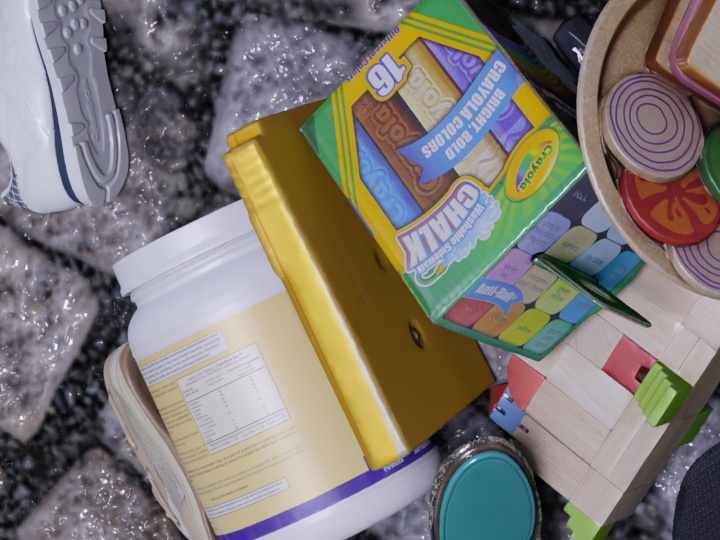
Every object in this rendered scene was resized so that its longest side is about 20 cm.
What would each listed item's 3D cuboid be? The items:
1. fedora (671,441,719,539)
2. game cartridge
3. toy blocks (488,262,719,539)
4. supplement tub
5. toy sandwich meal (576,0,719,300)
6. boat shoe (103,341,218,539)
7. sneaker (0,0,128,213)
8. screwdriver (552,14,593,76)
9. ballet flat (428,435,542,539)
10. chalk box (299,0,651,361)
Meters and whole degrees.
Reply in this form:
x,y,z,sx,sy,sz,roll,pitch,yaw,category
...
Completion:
x,y,z,sx,sy,sz,roll,pitch,yaw,category
0.235,0.148,1.189,0.200,0.200,0.092,-29,54,22,fedora
0.000,0.000,1.212,0.032,0.176,0.201,-27,90,22,game cartridge
0.136,0.045,1.227,0.136,0.100,0.201,38,110,22,toy blocks
-0.052,0.063,1.258,0.145,0.145,0.201,-25,90,22,supplement tub
0.204,-0.084,1.069,0.203,0.070,0.207,3,81,-21,toy sandwich meal
-0.098,0.132,1.337,0.201,0.072,0.065,59,148,-3,boat shoe
-0.206,-0.135,1.320,0.080,0.076,0.202,-2,98,29,sneaker
0.183,-0.069,1.215,0.029,0.028,0.200,-43,86,-8,screwdriver
0.077,0.159,1.243,0.067,0.076,0.201,-18,125,-1,ballet flat
0.084,-0.037,1.160,0.124,0.124,0.201,-44,56,17,chalk box
